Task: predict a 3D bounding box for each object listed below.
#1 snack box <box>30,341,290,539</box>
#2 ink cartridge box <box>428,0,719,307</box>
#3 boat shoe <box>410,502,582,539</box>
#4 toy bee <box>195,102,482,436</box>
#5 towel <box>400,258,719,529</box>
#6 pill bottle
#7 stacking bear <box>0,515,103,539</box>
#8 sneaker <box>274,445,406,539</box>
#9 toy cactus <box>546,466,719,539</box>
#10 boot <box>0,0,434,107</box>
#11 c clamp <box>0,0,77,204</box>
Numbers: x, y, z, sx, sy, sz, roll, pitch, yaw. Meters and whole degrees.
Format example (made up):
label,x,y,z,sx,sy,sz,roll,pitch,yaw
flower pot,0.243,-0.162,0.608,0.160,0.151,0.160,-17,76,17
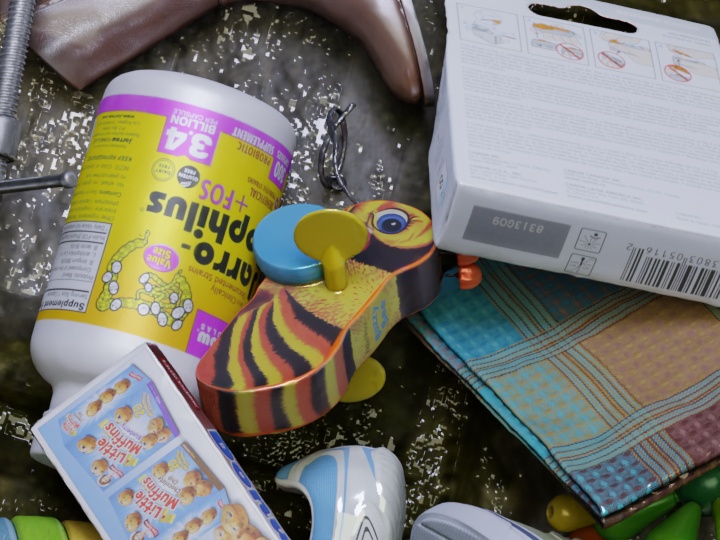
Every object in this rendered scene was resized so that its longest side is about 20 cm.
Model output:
label,x,y,z,sx,sy,sz,roll,pitch,yaw
snack box,-0.072,0.135,1.179,0.072,0.024,0.200,-36,80,7
ink cartridge box,0.115,-0.071,1.286,0.159,0.047,0.200,11,37,-9
boat shoe,0.108,0.169,1.236,0.062,0.072,0.200,-18,33,-40
toy bee,0.000,0.000,1.241,0.108,0.131,0.201,11,71,18
towel,0.125,0.035,1.251,0.146,0.022,0.200,-28,42,-14
pill bottle,-0.105,0.007,1.267,0.104,0.104,0.201,15,78,0
stacking bear,-0.140,0.175,1.228,0.199,0.122,0.114,-4,116,-16
sneaker,-0.006,0.189,1.256,0.072,0.072,0.201,-7,78,12
toy cactus,0.188,0.099,1.281,0.199,0.102,0.165,28,58,9
boot,-0.080,-0.131,1.321,0.199,0.064,0.187,-25,75,-8
c clamp,-0.190,-0.123,1.286,0.170,0.027,0.201,-10,69,41
